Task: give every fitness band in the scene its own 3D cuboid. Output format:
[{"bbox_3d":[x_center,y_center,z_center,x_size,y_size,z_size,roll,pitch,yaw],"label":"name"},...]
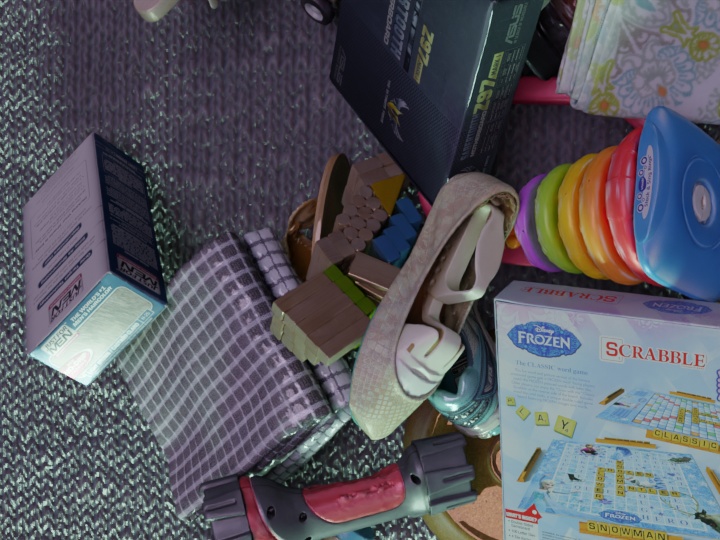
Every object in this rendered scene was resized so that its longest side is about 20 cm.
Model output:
[{"bbox_3d":[0.141,-0.075,0.958,0.198,0.037,0.145,4,90,19],"label":"fitness band"}]

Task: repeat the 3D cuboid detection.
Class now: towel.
[{"bbox_3d":[-0.105,0.087,0.984,0.200,0.085,0.166,-46,70,39],"label":"towel"},{"bbox_3d":[0.241,-0.181,0.841,0.198,0.048,0.172,3,127,-9],"label":"towel"}]

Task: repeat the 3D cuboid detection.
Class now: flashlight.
[{"bbox_3d":[-0.016,0.163,0.922,0.198,0.068,0.069,-15,83,-6],"label":"flashlight"}]

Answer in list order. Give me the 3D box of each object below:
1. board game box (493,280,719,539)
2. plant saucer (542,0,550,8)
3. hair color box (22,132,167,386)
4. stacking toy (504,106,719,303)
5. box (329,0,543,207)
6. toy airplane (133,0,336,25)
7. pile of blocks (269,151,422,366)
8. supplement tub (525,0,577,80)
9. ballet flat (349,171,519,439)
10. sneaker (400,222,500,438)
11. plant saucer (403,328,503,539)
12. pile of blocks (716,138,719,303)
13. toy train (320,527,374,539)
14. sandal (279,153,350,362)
[{"bbox_3d":[0.192,0.115,0.854,0.198,0.041,0.201,7,113,27],"label":"board game box"},{"bbox_3d":[0.097,-0.261,0.898,0.200,0.050,0.202,-39,41,44],"label":"plant saucer"},{"bbox_3d":[-0.218,-0.013,1.014,0.100,0.060,0.201,-43,36,18],"label":"hair color box"},{"bbox_3d":[0.151,-0.036,0.880,0.199,0.109,0.117,-6,71,44],"label":"stacking toy"},{"bbox_3d":[0.047,-0.166,0.889,0.158,0.051,0.201,53,151,28],"label":"box"},{"bbox_3d":[-0.085,-0.293,0.976,0.197,0.141,0.202,-10,64,4],"label":"toy airplane"},{"bbox_3d":[0.000,0.000,0.930,0.082,0.201,0.062,24,144,4],"label":"pile of blocks"},{"bbox_3d":[0.192,-0.222,0.897,0.199,0.107,0.107,-36,79,17],"label":"supplement tub"},{"bbox_3d":[0.051,0.024,0.858,0.062,0.067,0.202,14,80,51],"label":"ballet flat"},{"bbox_3d":[0.052,0.028,0.946,0.077,0.086,0.201,-38,59,14],"label":"sneaker"},{"bbox_3d":[0.122,0.144,0.966,0.198,0.035,0.202,0,91,20],"label":"plant saucer"},{"bbox_3d":[0.271,0.002,0.898,0.081,0.062,0.202,8,71,-23],"label":"pile of blocks"},{"bbox_3d":[-0.088,0.212,0.971,0.116,0.199,0.085,-54,33,5],"label":"toy train"},{"bbox_3d":[-0.050,0.013,1.007,0.069,0.078,0.214,3,98,19],"label":"sandal"}]
